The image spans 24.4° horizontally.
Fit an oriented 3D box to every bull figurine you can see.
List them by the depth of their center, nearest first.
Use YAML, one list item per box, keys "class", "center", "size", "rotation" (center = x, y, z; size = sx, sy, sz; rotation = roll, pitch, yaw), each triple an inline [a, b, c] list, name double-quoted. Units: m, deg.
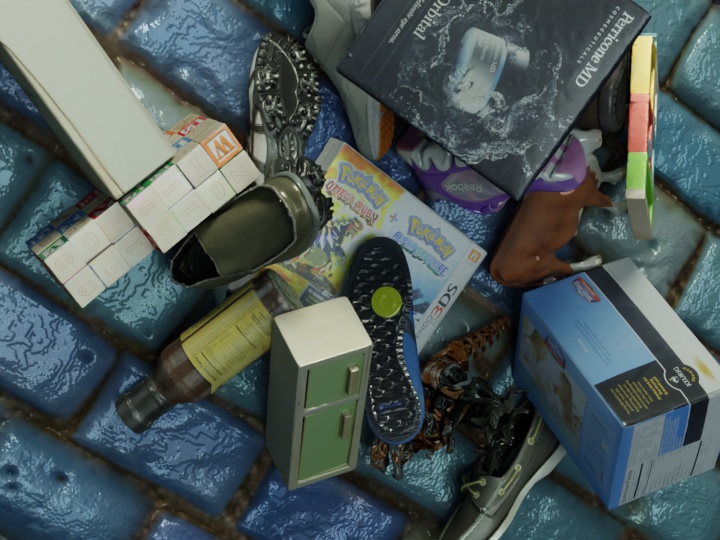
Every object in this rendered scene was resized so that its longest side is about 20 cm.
- class: "bull figurine"
  center: [0.204, -0.064, 1.673]
  size: [0.121, 0.065, 0.200]
  rotation: [12, 123, -27]

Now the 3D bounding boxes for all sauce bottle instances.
- class: "sauce bottle"
  center: [-0.144, 0.079, 1.566]
  size: [0.200, 0.065, 0.065]
  rotation: [-37, 113, 11]

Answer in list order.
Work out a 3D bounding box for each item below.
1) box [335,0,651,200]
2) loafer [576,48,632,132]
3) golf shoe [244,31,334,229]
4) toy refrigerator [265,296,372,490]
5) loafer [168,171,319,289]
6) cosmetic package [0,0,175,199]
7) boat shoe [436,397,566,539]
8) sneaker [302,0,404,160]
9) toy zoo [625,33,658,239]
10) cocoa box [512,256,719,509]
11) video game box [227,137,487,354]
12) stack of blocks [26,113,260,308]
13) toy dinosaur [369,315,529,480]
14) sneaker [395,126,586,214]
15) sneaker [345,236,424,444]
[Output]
- class: "box"
  center: [0.116, -0.199, 1.454]
  size: [0.200, 0.117, 0.197]
  rotation: [36, 99, 1]
- class: "loafer"
  center: [0.230, -0.193, 1.639]
  size: [0.071, 0.200, 0.073]
  rotation: [2, 110, 14]
- class: "golf shoe"
  center: [-0.085, -0.123, 1.568]
  size: [0.077, 0.094, 0.201]
  rotation: [7, 72, -37]
- class: "toy refrigerator"
  center: [-0.041, 0.122, 1.577]
  size: [0.076, 0.070, 0.200]
  rotation: [-16, 142, -19]
- class: "loafer"
  center: [-0.108, -0.025, 1.507]
  size: [0.070, 0.200, 0.075]
  rotation: [-29, 86, -41]
- class: "cosmetic package"
  center: [-0.257, -0.167, 1.472]
  size: [0.073, 0.103, 0.200]
  rotation: [-39, 111, -10]
- class: "boat shoe"
  center: [0.139, 0.221, 1.728]
  size: [0.060, 0.072, 0.202]
  rotation: [46, 75, -21]
- class: "sneaker"
  center: [-0.008, -0.201, 1.592]
  size: [0.076, 0.092, 0.201]
  rotation: [-50, 143, -49]
- class: "toy zoo"
  center: [0.284, -0.145, 1.668]
  size: [0.020, 0.131, 0.201]
  rotation: [1, 74, 13]
- class: "cocoa box"
  center: [0.258, 0.110, 1.665]
  size: [0.131, 0.200, 0.134]
  rotation: [-18, 138, -18]
- class: "video game box"
  center: [0.000, 0.000, 1.641]
  size: [0.200, 0.047, 0.183]
  rotation: [35, 85, -24]
- class: "stack of blocks"
  center: [-0.199, -0.055, 1.510]
  size: [0.200, 0.115, 0.059]
  rotation: [-40, 112, -10]
- class: "toy dinosaur"
  center: [0.092, 0.128, 1.674]
  size: [0.201, 0.135, 0.102]
  rotation: [-60, 159, 0]
- class: "sneaker"
  center: [0.133, -0.095, 1.615]
  size: [0.081, 0.199, 0.089]
  rotation: [-49, 134, -39]
- class: "sneaker"
  center: [0.023, 0.069, 1.615]
  size: [0.066, 0.078, 0.201]
  rotation: [-6, 87, 1]
